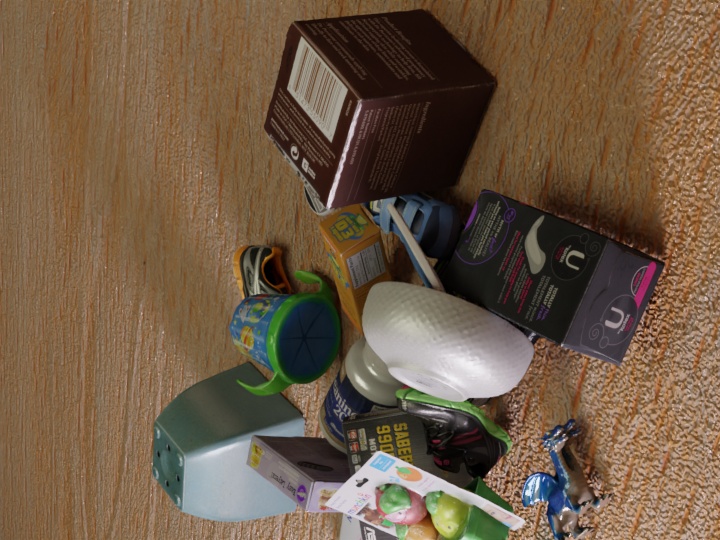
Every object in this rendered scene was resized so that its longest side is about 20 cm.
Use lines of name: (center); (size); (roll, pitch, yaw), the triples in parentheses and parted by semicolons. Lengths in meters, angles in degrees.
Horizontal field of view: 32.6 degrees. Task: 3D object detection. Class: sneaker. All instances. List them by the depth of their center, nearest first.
sneaker: (0.111, 0.199, 1.490); (0.077, 0.200, 0.084); (16, 74, 51)
sneaker: (0.059, -0.069, 1.545); (0.200, 0.082, 0.074); (41, 115, 58)
sneaker: (-0.140, 0.053, 1.938); (0.077, 0.078, 0.200); (-14, 95, 37)

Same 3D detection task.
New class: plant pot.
plant pot: (-0.232, 0.300, 2.040); (0.196, 0.200, 0.197); (37, 130, 45)

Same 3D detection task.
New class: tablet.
tablet: (0.080, 0.007, 1.448); (0.130, 0.014, 0.200); (61, 180, 24)

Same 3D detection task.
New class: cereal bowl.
cereal bowl: (0.090, 0.092, 1.392); (0.200, 0.200, 0.083); (-4, 60, 57)

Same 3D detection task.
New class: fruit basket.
fruit basket: (0.074, 0.300, 1.503); (0.185, 0.200, 0.094); (128, 160, -52)

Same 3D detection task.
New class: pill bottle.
pill bottle: (0.021, 0.158, 1.684); (0.111, 0.111, 0.200); (58, 142, 28)

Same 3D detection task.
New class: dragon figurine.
dragon figurine: (0.230, 0.266, 1.447); (0.099, 0.059, 0.200); (49, 137, 38)

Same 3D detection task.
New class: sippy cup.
sippy cup: (-0.121, 0.092, 1.837); (0.130, 0.178, 0.140); (10, 120, 43)

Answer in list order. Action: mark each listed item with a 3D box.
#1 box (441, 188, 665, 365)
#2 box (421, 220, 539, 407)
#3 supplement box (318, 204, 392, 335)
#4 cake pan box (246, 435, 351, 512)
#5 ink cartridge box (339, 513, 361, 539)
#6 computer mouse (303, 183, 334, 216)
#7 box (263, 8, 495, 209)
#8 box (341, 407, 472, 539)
box: (0.204, 0.004, 1.326); (0.200, 0.106, 0.122); (29, 98, 50)
box: (0.141, 0.057, 1.530); (0.160, 0.044, 0.200); (60, 143, 26)
supplement box: (0.000, 0.000, 1.635); (0.067, 0.069, 0.200); (53, 165, 34)
cake pan box: (-0.033, 0.285, 1.737); (0.184, 0.200, 0.052); (26, 105, 53)
ink cartridge box: (0.037, 0.433, 1.819); (0.200, 0.043, 0.197); (40, 131, 46)
computer mouse: (-0.013, -0.144, 1.705); (0.200, 0.044, 0.110); (-37, 74, 49)
box: (0.019, -0.198, 1.488); (0.166, 0.200, 0.164); (53, 140, 35)
box: (0.069, 0.279, 1.613); (0.048, 0.158, 0.200); (-54, -45, -84)
